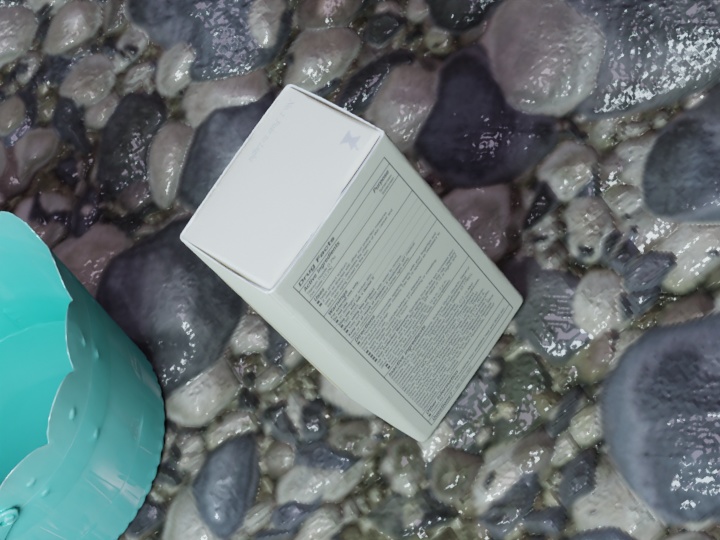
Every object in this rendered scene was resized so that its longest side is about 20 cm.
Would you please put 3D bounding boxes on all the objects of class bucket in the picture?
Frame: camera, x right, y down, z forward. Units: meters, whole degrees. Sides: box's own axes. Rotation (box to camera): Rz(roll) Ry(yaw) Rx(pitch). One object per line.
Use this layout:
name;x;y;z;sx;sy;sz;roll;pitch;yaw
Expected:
bucket;-0.219;0.080;1.442;0.206;0.135;0.208;-12;59;20

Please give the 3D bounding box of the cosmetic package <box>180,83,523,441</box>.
cosmetic package;0.000;0.000;1.335;0.073;0.200;0.104;30;79;36
